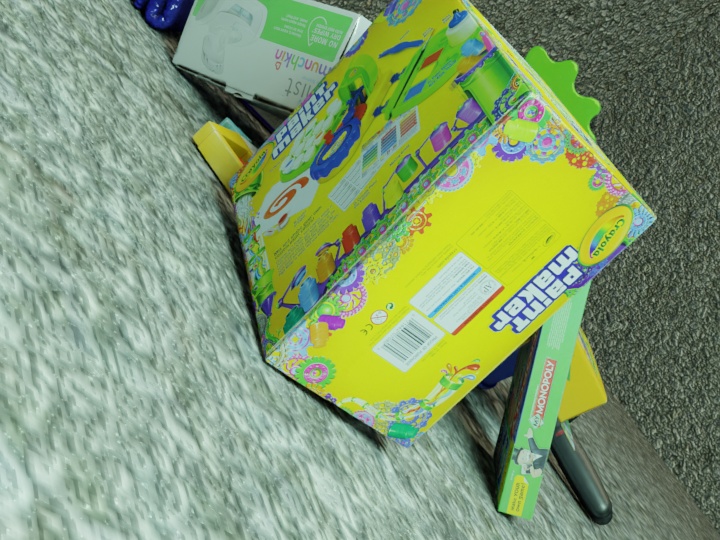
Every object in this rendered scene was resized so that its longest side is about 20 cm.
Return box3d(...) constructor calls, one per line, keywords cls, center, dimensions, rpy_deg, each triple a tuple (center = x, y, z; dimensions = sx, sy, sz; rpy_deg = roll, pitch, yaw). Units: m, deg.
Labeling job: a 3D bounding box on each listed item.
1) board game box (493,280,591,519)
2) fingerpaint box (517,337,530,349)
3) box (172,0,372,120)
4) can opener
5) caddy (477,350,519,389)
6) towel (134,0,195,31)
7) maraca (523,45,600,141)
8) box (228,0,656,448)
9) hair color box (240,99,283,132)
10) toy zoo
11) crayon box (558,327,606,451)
box3d(cls="board game box", center=(0.142, 0.074, 0.802), dimensions=(0.029, 0.204, 0.135), rpy_deg=(13, 8, 5))
box3d(cls="fingerpaint box", center=(0.064, 0.003, 0.877), dimensions=(0.169, 0.073, 0.200), rpy_deg=(61, 1, 2))
box3d(cls="box", center=(-0.038, -0.174, 0.924), dimensions=(0.198, 0.098, 0.175), rpy_deg=(27, 5, 38))
box3d(cls="can opener", center=(0.222, 0.183, 1.119), dimensions=(0.063, 0.078, 0.202), rpy_deg=(50, 15, -51))
box3d(cls="caddy", center=(0.117, 0.038, 1.072), dimensions=(0.200, 0.104, 0.143), rpy_deg=(41, 35, -45))
box3d(cls="towel", center=(-0.167, -0.314, 1.025), dimensions=(0.049, 0.150, 0.200), rpy_deg=(23, 12, -4))
box3d(cls="maraca", center=(0.139, -0.138, 0.987), dimensions=(0.139, 0.198, 0.107), rpy_deg=(61, -12, 5))
box3d(cls="box", center=(0.035, -0.044, 0.622), dimensions=(0.121, 0.200, 0.194), rpy_deg=(35, 21, -32))
box3d(cls="hair color box", center=(-0.101, -0.221, 1.185), dimensions=(0.109, 0.065, 0.201), rpy_deg=(43, 10, -27))
box3d(cls="toy zoo", center=(-0.060, -0.043, 0.799), dimensions=(0.201, 0.020, 0.131), rpy_deg=(53, 10, 20))
box3d(cls="crayon box", center=(0.175, 0.049, 0.961), dimensions=(0.202, 0.051, 0.126), rpy_deg=(62, 13, -17))
